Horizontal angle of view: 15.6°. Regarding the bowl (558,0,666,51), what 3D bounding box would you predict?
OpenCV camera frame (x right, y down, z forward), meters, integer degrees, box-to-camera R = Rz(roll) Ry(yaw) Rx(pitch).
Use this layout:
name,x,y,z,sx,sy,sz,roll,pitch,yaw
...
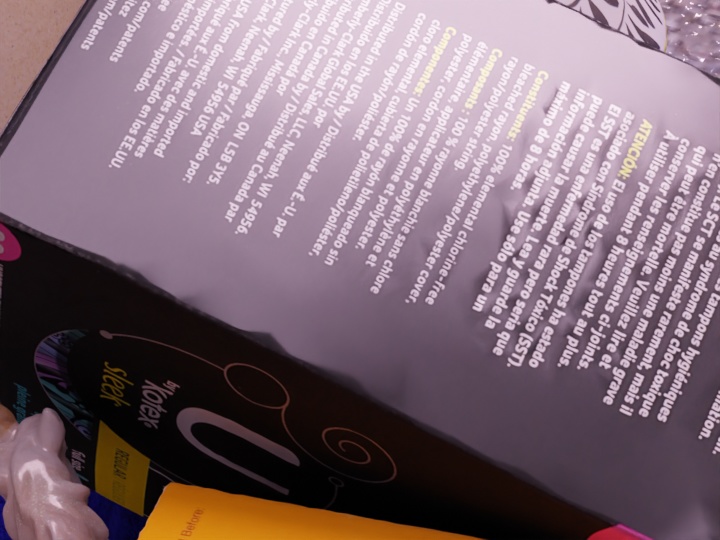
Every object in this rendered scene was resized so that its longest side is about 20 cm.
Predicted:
name,x,y,z,sx,sy,sz,roll,pitch,yaw
bowl,0.001,-0.106,0.905,0.199,0.095,0.201,-10,34,6

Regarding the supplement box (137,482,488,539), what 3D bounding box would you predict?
name,x,y,z,sx,sy,sz,roll,pitch,yaw
supplement box,0.004,0.159,0.646,0.125,0.201,0.074,8,37,15

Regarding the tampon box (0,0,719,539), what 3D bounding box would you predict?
name,x,y,z,sx,sy,sz,roll,pitch,yaw
tampon box,0.011,0.010,0.690,0.199,0.150,0.127,26,64,5

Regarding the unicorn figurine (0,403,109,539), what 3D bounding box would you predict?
name,x,y,z,sx,sy,sz,roll,pitch,yaw
unicorn figurine,-0.072,0.117,0.692,0.073,0.137,0.202,4,84,16

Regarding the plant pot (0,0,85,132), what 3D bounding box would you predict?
name,x,y,z,sx,sy,sz,roll,pitch,yaw
plant pot,-0.168,-0.057,0.951,0.200,0.200,0.135,-32,83,-30

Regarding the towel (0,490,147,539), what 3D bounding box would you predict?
name,x,y,z,sx,sy,sz,roll,pitch,yaw
towel,-0.091,0.076,0.808,0.199,0.149,0.049,19,0,25
